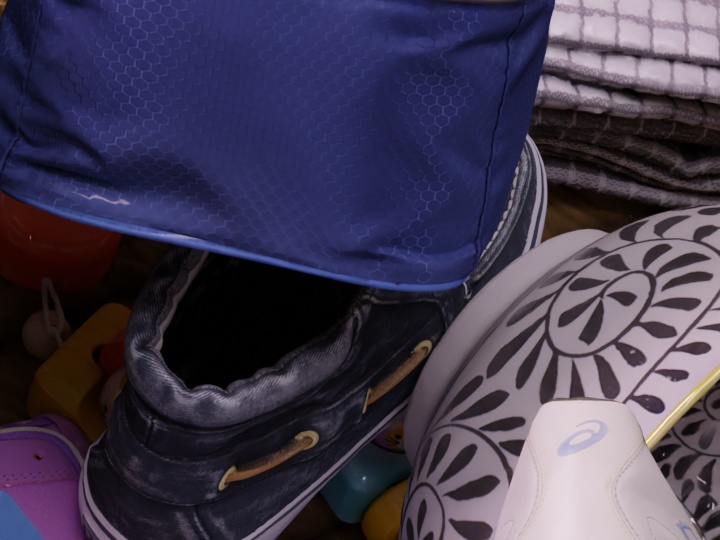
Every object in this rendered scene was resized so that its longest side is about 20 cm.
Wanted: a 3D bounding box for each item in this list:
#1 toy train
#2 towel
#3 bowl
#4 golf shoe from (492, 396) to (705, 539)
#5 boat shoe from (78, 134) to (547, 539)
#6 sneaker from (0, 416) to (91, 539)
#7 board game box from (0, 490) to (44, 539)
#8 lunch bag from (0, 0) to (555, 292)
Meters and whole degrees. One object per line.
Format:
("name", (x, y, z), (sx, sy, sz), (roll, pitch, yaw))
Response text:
("toy train", (-0.033, 0.006, 0.897), (0.199, 0.056, 0.151), (16, 52, -7))
("towel", (0.080, -0.106, 1.001), (0.199, 0.086, 0.166), (5, 55, -17))
("bowl", (0.074, 0.051, 0.824), (0.200, 0.201, 0.094), (-28, 54, -33))
("golf shoe", (0.071, 0.099, 0.701), (0.078, 0.200, 0.098), (-2, 63, 10))
("boat shoe", (0.000, 0.000, 0.820), (0.071, 0.091, 0.200), (33, 52, 11))
("sneaker", (-0.146, 0.057, 0.817), (0.201, 0.073, 0.114), (46, 50, 3))
("board game box", (-0.096, 0.157, 0.718), (0.039, 0.200, 0.158), (-5, 46, 29))
("lunch bag", (-0.014, -0.094, 0.777), (0.135, 0.133, 0.200), (12, 20, 0))
